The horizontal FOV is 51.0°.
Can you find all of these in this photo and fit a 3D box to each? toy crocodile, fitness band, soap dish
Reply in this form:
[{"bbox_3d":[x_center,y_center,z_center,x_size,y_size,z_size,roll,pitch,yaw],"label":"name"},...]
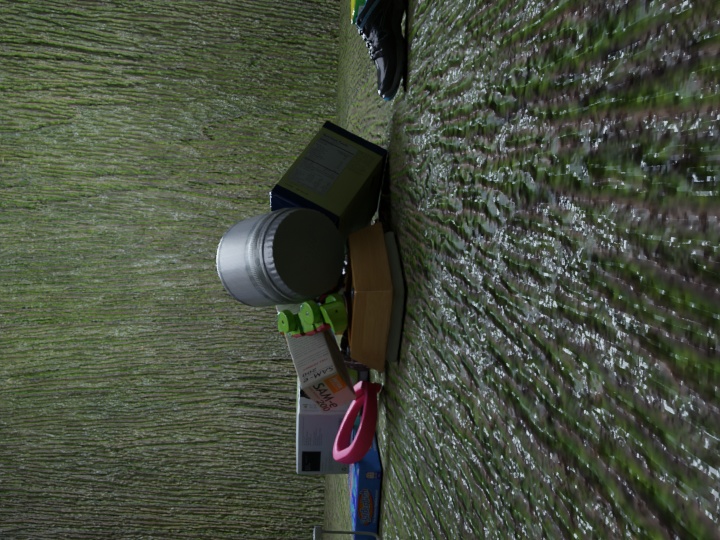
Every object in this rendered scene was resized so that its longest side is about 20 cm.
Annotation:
[{"bbox_3d":[-0.080,0.082,1.254,0.200,0.067,0.062,-21,85,54],"label":"toy crocodile"},{"bbox_3d":[-0.007,0.280,1.391,0.200,0.037,0.145,128,160,-64],"label":"fitness band"},{"bbox_3d":[0.018,0.039,1.215,0.201,0.081,0.158,-98,10,-56],"label":"soap dish"}]

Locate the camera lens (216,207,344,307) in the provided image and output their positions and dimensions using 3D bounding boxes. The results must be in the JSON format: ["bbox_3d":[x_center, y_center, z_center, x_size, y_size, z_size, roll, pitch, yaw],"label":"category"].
[{"bbox_3d":[-0.142,-0.021,1.296,0.199,0.159,0.161,-8,79,53],"label":"camera lens"}]

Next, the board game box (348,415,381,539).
[{"bbox_3d":[0.006,0.395,1.451,0.200,0.045,0.153,-102,15,-73],"label":"board game box"}]

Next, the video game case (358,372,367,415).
[{"bbox_3d":[-0.004,0.284,1.733,0.182,0.023,0.202,-147,58,-84],"label":"video game case"}]

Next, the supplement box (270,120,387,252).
[{"bbox_3d":[-0.061,-0.130,1.429,0.200,0.134,0.200,-56,-12,-29],"label":"supplement box"}]

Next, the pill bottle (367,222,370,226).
[{"bbox_3d":[-0.029,-0.010,1.589,0.114,0.113,0.202,-174,86,-85],"label":"pill bottle"}]

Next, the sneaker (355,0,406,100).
[{"bbox_3d":[0.030,-0.370,1.199,0.073,0.081,0.202,160,110,-83],"label":"sneaker"}]

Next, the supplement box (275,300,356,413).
[{"bbox_3d":[-0.084,0.142,1.384,0.126,0.073,0.201,61,-175,-55],"label":"supplement box"}]

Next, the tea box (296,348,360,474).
[{"bbox_3d":[-0.074,0.307,1.657,0.197,0.132,0.201,-96,9,-51],"label":"tea box"}]

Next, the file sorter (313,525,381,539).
[{"bbox_3d":[-0.029,0.562,1.341,0.201,0.123,0.139,98,173,-49],"label":"file sorter"}]

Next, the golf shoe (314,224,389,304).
[{"bbox_3d":[0.000,0.000,1.363,0.200,0.088,0.077,-47,12,28],"label":"golf shoe"}]

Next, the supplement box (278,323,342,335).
[{"bbox_3d":[-0.082,0.100,1.674,0.069,0.198,0.067,98,173,-48],"label":"supplement box"}]

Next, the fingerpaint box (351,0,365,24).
[{"bbox_3d":[0.026,-0.576,1.366,0.200,0.073,0.168,105,165,-68],"label":"fingerpaint box"}]

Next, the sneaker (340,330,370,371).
[{"bbox_3d":[0.012,0.097,1.458,0.090,0.078,0.202,-34,-49,-73],"label":"sneaker"}]
